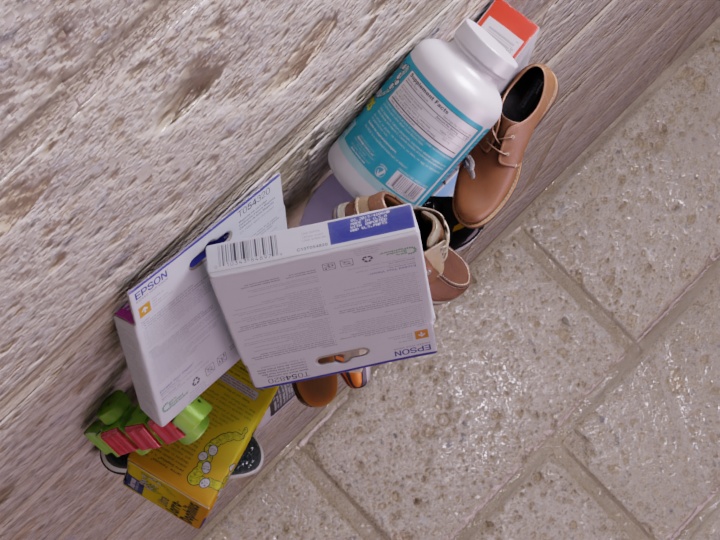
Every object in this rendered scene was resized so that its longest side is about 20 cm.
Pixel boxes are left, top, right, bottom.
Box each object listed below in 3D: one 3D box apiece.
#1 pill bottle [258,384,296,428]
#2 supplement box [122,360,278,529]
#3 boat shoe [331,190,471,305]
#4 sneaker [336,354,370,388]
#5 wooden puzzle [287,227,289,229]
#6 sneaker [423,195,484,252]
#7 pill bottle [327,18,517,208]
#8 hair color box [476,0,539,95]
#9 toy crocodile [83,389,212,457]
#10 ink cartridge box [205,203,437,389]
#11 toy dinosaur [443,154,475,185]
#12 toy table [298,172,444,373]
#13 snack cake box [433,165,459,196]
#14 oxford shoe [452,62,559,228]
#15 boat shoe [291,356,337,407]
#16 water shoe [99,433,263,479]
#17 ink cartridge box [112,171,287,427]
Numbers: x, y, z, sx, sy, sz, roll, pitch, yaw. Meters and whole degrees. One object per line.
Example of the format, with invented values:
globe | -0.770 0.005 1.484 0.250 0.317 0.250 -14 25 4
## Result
pill bottle | -0.132 0.132 1.675 0.200 0.114 0.114 -39 170 -35
supplement box | -0.178 0.177 1.499 0.201 0.109 0.109 -60 180 -26
boat shoe | 0.056 -0.022 1.270 0.071 0.077 0.199 -30 148 28
sneaker | -0.067 0.083 1.622 0.111 0.202 0.077 -34 -157 -20
wooden puzzle | -0.157 0.044 1.387 0.185 0.046 0.201 -42 167 -24
sneaker | 0.046 -0.056 1.514 0.197 0.071 0.090 -5 161 13
pill bottle | 0.066 -0.152 1.291 0.200 0.111 0.111 -48 171 18
hair color box | 0.138 -0.218 1.473 0.111 0.064 0.200 -51 171 -8
toy crocodile | -0.225 0.162 1.356 0.198 0.068 0.062 -19 -149 39
ink cartridge box | -0.031 0.029 1.227 0.196 0.041 0.201 -11 143 1
toy dinosaur | 0.056 -0.163 1.439 0.103 0.202 0.183 -4 136 -10
toy table | 0.000 0.000 1.396 0.117 0.181 0.202 76 32 -64
snack cake box | 0.107 -0.097 1.768 0.200 0.067 0.115 -45 -160 1
oxford shoe | 0.155 -0.143 1.442 0.202 0.071 0.071 -65 167 4
boat shoe | -0.064 0.061 1.536 0.069 0.203 0.070 -2 180 -8
water shoe | -0.218 0.219 1.578 0.079 0.197 0.073 135 -41 -68
ink cartridge box | -0.146 0.022 1.237 0.196 0.043 0.202 -41 146 -29
